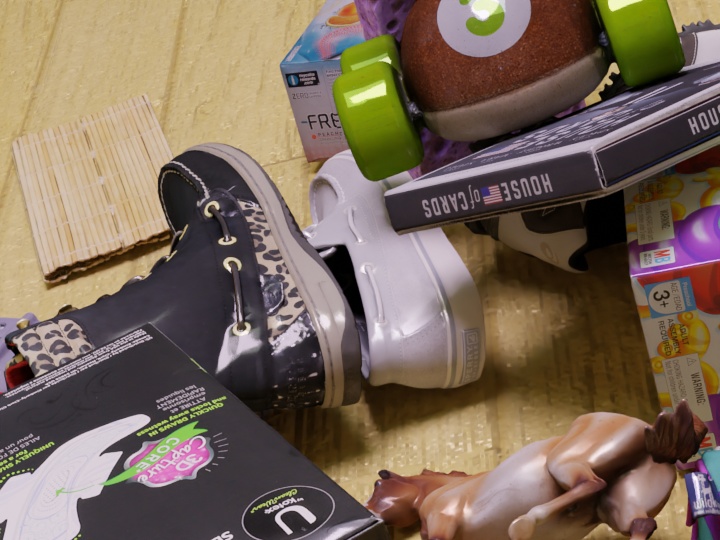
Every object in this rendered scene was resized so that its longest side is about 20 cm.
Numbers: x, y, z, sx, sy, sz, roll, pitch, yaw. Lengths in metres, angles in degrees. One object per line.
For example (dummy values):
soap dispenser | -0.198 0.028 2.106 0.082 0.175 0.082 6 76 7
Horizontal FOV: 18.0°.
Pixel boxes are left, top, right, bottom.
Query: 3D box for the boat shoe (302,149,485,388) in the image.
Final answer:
boat shoe | 0.000 0.000 1.133 0.068 0.072 0.200 -6 35 -17

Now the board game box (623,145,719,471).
board game box | 0.221 0.000 0.978 0.199 0.103 0.105 -12 29 10

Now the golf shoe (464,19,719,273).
golf shoe | 0.150 -0.057 1.169 0.199 0.078 0.094 -32 49 -22

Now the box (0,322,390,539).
box | -0.072 0.136 0.848 0.124 0.149 0.200 -25 29 -19

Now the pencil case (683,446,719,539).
pencil case | 0.221 0.082 0.851 0.199 0.085 0.093 -16 58 0

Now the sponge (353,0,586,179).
sponge | 0.053 -0.146 1.228 0.111 0.201 0.030 -27 32 -16

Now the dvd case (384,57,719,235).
dvd case | 0.128 -0.066 1.027 0.199 0.025 0.150 -24 7 -35

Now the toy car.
toy car | 0.046 -0.171 1.110 0.163 0.201 0.158 -20 13 7

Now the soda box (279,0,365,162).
soda box | 0.018 -0.142 1.374 0.063 0.069 0.200 -4 30 22

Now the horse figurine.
horse figurine | 0.067 0.096 0.916 0.199 0.050 0.132 -27 7 31

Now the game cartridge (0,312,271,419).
game cartridge | -0.144 0.070 1.130 0.199 0.039 0.130 2 29 31

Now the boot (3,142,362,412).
boot | -0.102 0.013 1.087 0.153 0.074 0.204 -16 37 -19

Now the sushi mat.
sushi mat | -0.157 -0.052 1.372 0.095 0.012 0.200 -18 29 -6
